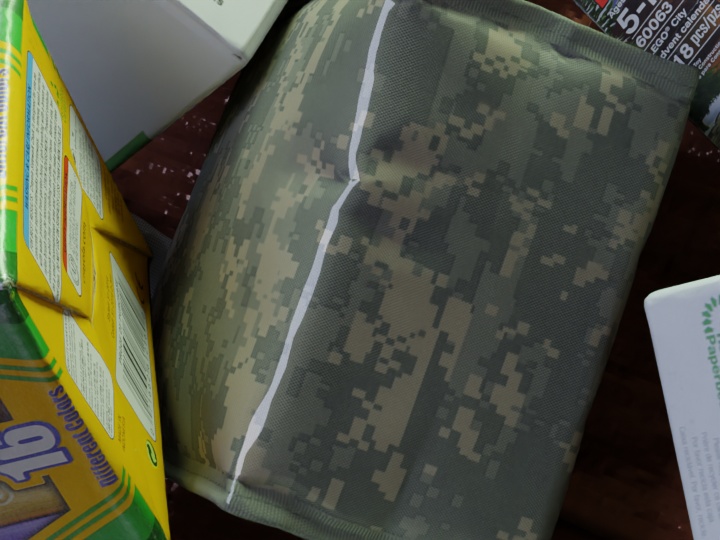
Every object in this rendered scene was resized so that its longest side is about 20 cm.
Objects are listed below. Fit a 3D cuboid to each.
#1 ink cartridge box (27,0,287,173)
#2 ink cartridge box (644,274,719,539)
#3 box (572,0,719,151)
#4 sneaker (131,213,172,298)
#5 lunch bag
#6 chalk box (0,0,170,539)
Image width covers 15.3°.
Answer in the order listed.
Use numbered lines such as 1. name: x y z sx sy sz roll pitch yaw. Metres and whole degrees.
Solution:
1. ink cartridge box: -0.053 -0.136 0.868 0.145 0.084 0.200 -31 24 56
2. ink cartridge box: 0.176 0.081 0.647 0.199 0.040 0.201 -14 84 41
3. box: 0.159 -0.124 0.787 0.200 0.038 0.137 -52 48 14
4. sneaker: -0.116 0.040 0.943 0.115 0.075 0.200 -44 47 24
5. lunch bag: 0.000 0.000 0.823 0.200 0.117 0.165 12 83 70
6. chalk box: -0.168 0.024 0.755 0.199 0.124 0.125 -15 46 7
